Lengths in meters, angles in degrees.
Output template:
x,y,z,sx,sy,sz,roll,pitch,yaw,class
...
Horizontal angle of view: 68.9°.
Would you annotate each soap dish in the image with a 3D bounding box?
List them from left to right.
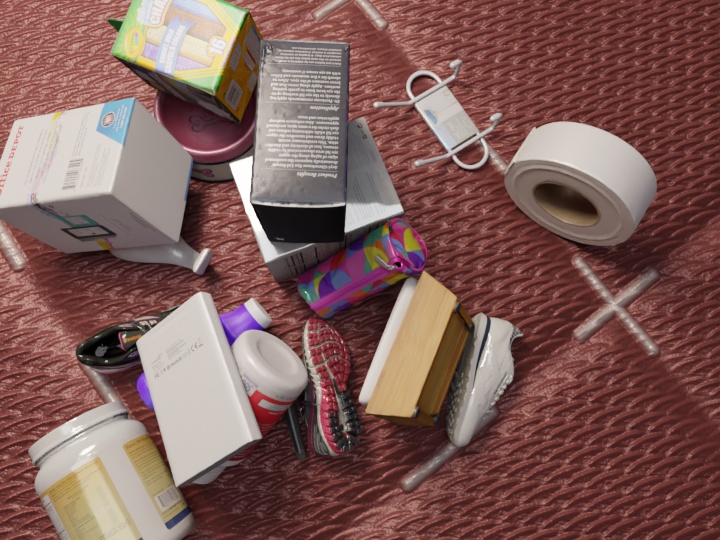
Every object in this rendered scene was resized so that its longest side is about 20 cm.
x,y,z,sx,sy,sz,roll,pitch,yaw,class
0.086,0.120,0.733,0.081,0.157,0.200,18,77,27,soap dish

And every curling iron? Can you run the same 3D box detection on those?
x,y,z,sx,sy,sz,roll,pitch,yaw,class
-0.122,0.182,0.781,0.049,0.026,0.200,-24,81,0,curling iron

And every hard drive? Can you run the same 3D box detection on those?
x,y,z,sx,sy,sz,roll,pitch,yaw,class
-0.209,0.146,0.660,0.132,0.027,0.200,-35,65,19,hard drive

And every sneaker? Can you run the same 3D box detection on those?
x,y,z,sx,sy,sz,roll,pitch,yaw,class
-0.308,0.101,0.758,0.200,0.086,0.080,-24,82,-7,sneaker
-0.061,0.167,0.764,0.075,0.081,0.200,-26,63,37,sneaker
0.183,0.166,0.776,0.080,0.076,0.200,21,80,-8,sneaker

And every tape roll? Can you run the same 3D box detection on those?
x,y,z,sx,sy,sz,roll,pitch,yaw,class
0.317,-0.123,0.773,0.202,0.202,0.071,34,80,5,tape roll

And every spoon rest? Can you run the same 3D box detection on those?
x,y,z,sx,sy,sz,roll,pitch,yaw,class
-0.312,-0.043,0.811,0.200,0.061,0.100,25,77,16,spoon rest

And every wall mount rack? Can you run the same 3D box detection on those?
x,y,z,sx,sy,sz,roll,pitch,yaw,class
0.123,-0.247,0.854,0.174,0.075,0.200,-32,81,-8,wall mount rack

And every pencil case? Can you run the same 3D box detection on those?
x,y,z,sx,sy,sz,roll,pitch,yaw,class
0.000,0.000,0.742,0.200,0.088,0.089,-30,77,37,pencil case

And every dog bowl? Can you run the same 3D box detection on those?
x,y,z,sx,sy,sz,roll,pitch,yaw,class
-0.236,-0.247,0.840,0.200,0.074,0.201,0,79,-2,dog bowl

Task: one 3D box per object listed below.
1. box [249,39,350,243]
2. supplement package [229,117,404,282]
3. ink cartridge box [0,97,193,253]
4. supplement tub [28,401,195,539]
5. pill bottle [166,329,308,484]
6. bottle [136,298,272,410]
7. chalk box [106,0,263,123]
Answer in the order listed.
x,y,z,sx,sy,sz,roll,pitch,yaw,class
-0.067,-0.147,0.635,0.104,0.148,0.201,1,79,-3,box
-0.063,-0.097,0.776,0.200,0.151,0.152,-21,80,-7,supplement package
-0.369,-0.124,0.735,0.199,0.146,0.147,-4,67,15,ink cartridge box
-0.326,0.290,0.689,0.144,0.144,0.200,-32,81,-8,supplement tub
-0.171,0.188,0.712,0.112,0.112,0.200,40,102,6,pill bottle
-0.217,0.121,0.752,0.200,0.084,0.065,-40,56,-5,bottle
-0.253,-0.317,0.744,0.200,0.124,0.124,24,90,4,chalk box
